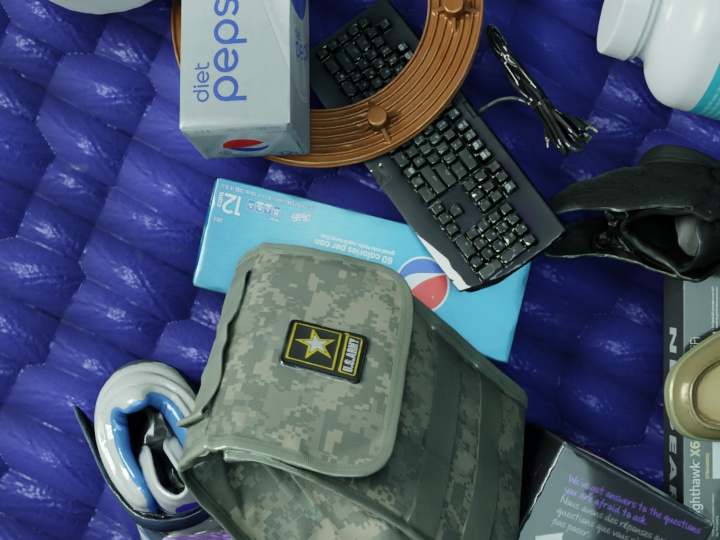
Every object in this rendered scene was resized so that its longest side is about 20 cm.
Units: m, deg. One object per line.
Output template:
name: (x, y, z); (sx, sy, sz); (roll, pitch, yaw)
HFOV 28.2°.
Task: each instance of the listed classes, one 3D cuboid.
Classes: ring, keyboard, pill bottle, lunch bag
ring: (-0.023, -0.163, 0.881); (0.197, 0.019, 0.204); (-2, 78, 9)
keyboard: (0.061, -0.091, 0.871); (0.126, 0.021, 0.201); (-33, 67, -6)
pill bottle: (0.249, -0.141, 0.878); (0.197, 0.111, 0.112); (14, 89, -3)
lunch bag: (-0.005, 0.092, 0.796); (0.117, 0.165, 0.200); (-33, 118, 32)

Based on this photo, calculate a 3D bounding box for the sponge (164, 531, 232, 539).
sponge: (-0.045, 0.205, 0.832); (0.030, 0.199, 0.113); (7, 90, 38)

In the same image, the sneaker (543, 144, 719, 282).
sneaker: (0.218, -0.025, 0.864); (0.197, 0.104, 0.061); (15, 124, 20)

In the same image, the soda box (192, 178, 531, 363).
soda box: (0.000, 0.000, 0.886); (0.197, 0.064, 0.069); (14, 90, -3)

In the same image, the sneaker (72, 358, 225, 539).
sneaker: (-0.101, 0.149, 0.838); (0.080, 0.146, 0.202); (-22, 90, -3)

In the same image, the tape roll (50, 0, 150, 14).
tape roll: (-0.153, -0.256, 0.826); (0.200, 0.071, 0.206); (-7, 76, 29)

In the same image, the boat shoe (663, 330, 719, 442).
boat shoe: (0.279, 0.056, 0.849); (0.197, 0.063, 0.074); (-15, 91, -2)

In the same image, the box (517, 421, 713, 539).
box: (0.108, 0.207, 0.863); (0.105, 0.122, 0.202); (28, 88, -3)

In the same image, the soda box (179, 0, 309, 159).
soda box: (-0.067, -0.171, 0.847); (0.067, 0.063, 0.203); (-2, 78, 8)

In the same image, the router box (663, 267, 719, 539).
router box: (0.273, 0.098, 0.907); (0.155, 0.052, 0.203); (1, 90, -3)
